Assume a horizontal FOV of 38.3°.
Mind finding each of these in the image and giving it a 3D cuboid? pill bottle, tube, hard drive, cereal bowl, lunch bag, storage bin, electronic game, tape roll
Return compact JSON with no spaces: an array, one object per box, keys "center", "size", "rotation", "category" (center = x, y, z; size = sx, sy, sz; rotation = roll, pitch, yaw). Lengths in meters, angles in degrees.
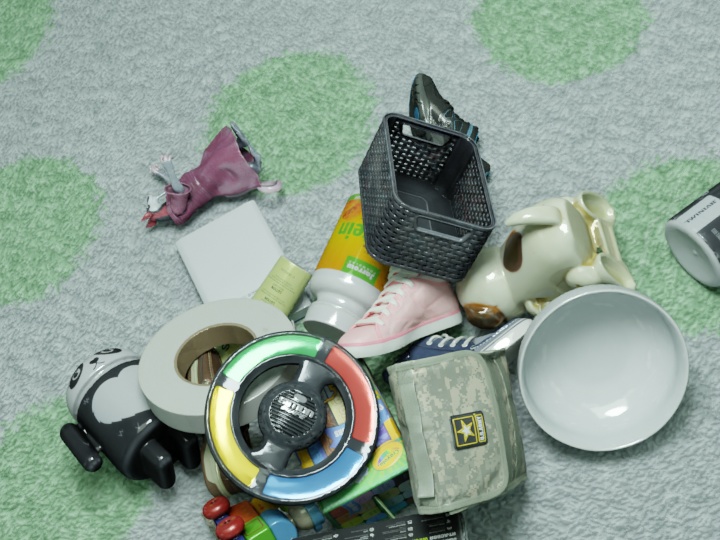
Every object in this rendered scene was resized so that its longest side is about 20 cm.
[{"center":[0.493,-0.076,1.309],"size":[0.200,0.106,0.106],"rotation":[-36,61,-7],"category":"pill bottle"},{"center":[-0.136,0.076,1.377],"size":[0.200,0.052,0.058],"rotation":[-57,38,1],"category":"tube"},{"center":[-0.165,0.008,1.460],"size":[0.132,0.025,0.200],"rotation":[-29,60,-3],"category":"hard drive"},{"center":[0.285,0.108,1.239],"size":[0.200,0.083,0.201],"rotation":[1,105,5],"category":"cereal bowl"},{"center":[0.105,0.174,1.151],"size":[0.117,0.200,0.164],"rotation":[-12,84,23],"category":"lunch bag"},{"center":[0.079,-0.094,1.299],"size":[0.135,0.094,0.200],"rotation":[14,38,-16],"category":"storage bin"},{"center":[0.000,0.000,1.377],"size":[0.111,0.111,0.200],"rotation":[16,67,20],"category":"pill bottle"},{"center":[-0.077,0.165,1.176],"size":[0.199,0.042,0.200],"rotation":[2,69,-6],"category":"electronic game"},{"center":[-0.173,0.113,1.280],"size":[0.202,0.037,0.203],"rotation":[-8,40,7],"category":"tape roll"}]

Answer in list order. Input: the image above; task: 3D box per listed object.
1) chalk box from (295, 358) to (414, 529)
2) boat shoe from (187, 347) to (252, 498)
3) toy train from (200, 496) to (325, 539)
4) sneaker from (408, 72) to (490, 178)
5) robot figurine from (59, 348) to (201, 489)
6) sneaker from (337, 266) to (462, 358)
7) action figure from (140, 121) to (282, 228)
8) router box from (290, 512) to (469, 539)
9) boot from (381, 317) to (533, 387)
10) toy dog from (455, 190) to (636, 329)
[{"center":[0.000,0.234,1.245],"size":[0.124,0.125,0.200],"rotation":[-26,59,-2],"category":"chalk box"},{"center":[-0.164,0.184,1.312],"size":[0.075,0.075,0.203],"rotation":[-20,65,11],"category":"boat shoe"},{"center":[-0.122,0.289,1.240],"size":[0.116,0.085,0.200],"rotation":[-29,15,-15],"category":"toy train"},{"center":[0.123,-0.199,1.490],"size":[0.082,0.073,0.200],"rotation":[-10,65,-12],"category":"sneaker"},{"center":[-0.290,0.186,1.334],"size":[0.200,0.150,0.125],"rotation":[39,109,27],"category":"robot figurine"},{"center":[0.040,0.041,1.294],"size":[0.200,0.105,0.075],"rotation":[-18,8,-39],"category":"sneaker"},{"center":[-0.235,-0.121,1.524],"size":[0.200,0.134,0.149],"rotation":[-41,103,3],"category":"action figure"},{"center":[0.032,0.352,1.154],"size":[0.200,0.150,0.062],"rotation":[-13,35,6],"category":"router box"},{"center":[0.120,0.104,1.292],"size":[0.200,0.073,0.090],"rotation":[-40,67,9],"category":"boot"},{"center":[0.211,0.001,1.294],"size":[0.200,0.194,0.140],"rotation":[-32,63,35],"category":"toy dog"}]
